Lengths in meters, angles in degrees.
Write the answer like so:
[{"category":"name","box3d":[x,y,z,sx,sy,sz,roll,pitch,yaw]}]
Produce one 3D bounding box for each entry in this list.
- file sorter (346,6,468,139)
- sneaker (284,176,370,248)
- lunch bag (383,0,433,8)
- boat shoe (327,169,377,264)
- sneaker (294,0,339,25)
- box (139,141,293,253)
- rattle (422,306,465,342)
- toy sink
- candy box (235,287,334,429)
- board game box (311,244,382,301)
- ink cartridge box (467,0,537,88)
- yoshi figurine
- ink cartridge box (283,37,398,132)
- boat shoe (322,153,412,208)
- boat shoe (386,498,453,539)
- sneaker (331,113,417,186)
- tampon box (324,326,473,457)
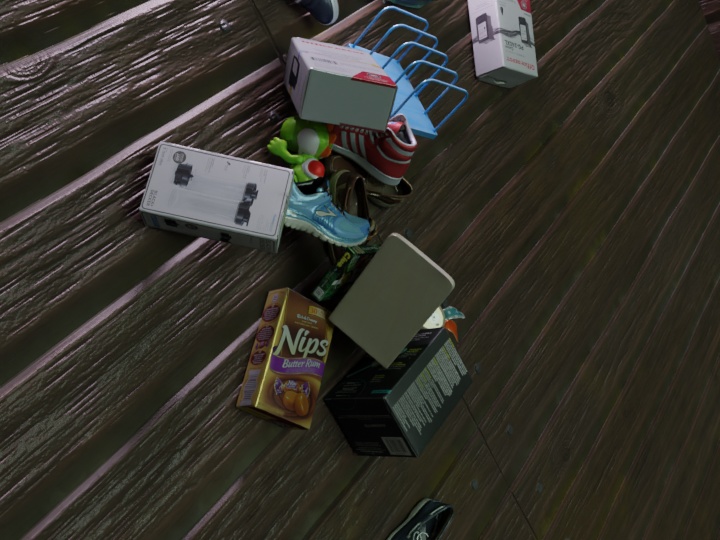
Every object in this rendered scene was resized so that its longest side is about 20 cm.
[{"category":"file sorter","box3d":[0.090,-0.369,1.466,0.138,0.123,0.201,4,54,-44]},{"category":"sneaker","box3d":[-0.058,-0.099,1.251,0.200,0.078,0.090,18,106,-37]},{"category":"lunch bag","box3d":[0.087,-0.622,1.564,0.200,0.122,0.171,-19,97,-51]},{"category":"boat shoe","box3d":[-0.010,-0.074,1.377,0.072,0.072,0.201,-15,110,-39]},{"category":"sneaker","box3d":[-0.124,-0.503,1.365,0.200,0.070,0.109,56,44,-13]},{"category":"box","box3d":[-0.204,-0.104,1.144,0.199,0.060,0.117,11,70,-2]},{"category":"rattle","box3d":[0.132,0.059,1.440,0.200,0.143,0.130,37,54,-8]},{"category":"toy sink","box3d":[0.065,0.034,1.286,0.130,0.200,0.112,39,30,7]},{"category":"candy box","box3d":[-0.116,0.142,1.270,0.117,0.056,0.201,31,61,-37]},{"category":"board game box","box3d":[0.000,0.000,1.344,0.023,0.105,0.200,47,22,16]},{"category":"ink cartridge box","box3d":[0.328,-0.536,1.812,0.145,0.083,0.201,-1,83,-45]},{"category":"yoshi figurine","box3d":[-0.105,-0.179,1.331,0.112,0.112,0.201,15,84,0]},{"category":"ink cartridge box","box3d":[-0.038,-0.308,1.298,0.145,0.200,0.083,6,117,-17]},{"category":"boat shoe","box3d":[0.017,-0.171,1.445,0.200,0.072,0.076,13,73,-43]},{"category":"boat shoe","box3d":[0.101,0.492,1.417,0.200,0.062,0.075,-37,111,-41]},{"category":"sneaker","box3d":[0.008,-0.244,1.374,0.200,0.113,0.071,33,43,0]},{"category":"tampon box","box3d":[0.070,0.210,1.374,0.200,0.150,0.127,-43,112,-40]}]
